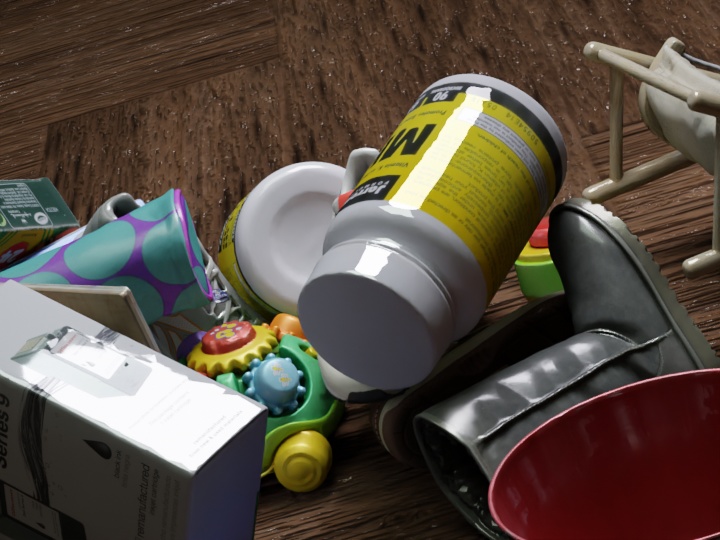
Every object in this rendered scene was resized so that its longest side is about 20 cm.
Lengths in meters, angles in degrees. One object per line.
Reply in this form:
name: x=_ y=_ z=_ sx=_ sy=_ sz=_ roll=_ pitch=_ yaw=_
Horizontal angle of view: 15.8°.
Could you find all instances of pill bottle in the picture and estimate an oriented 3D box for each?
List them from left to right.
pill bottle: x=-0.046 y=-0.015 z=1.918 sx=0.112 sy=0.113 sz=0.200 roll=-21 pitch=-1 yaw=-10
pill bottle: x=0.045 y=-0.024 z=1.646 sx=0.114 sy=0.114 sz=0.200 roll=-2 pitch=37 yaw=34

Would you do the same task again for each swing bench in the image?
swing bench: x=0.284 y=-0.089 z=1.830 sx=0.199 sy=0.130 sz=0.199 roll=-5 pitch=17 yaw=-17

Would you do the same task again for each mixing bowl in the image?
mixing bowl: x=0.179 y=0.146 z=1.408 sx=0.200 sy=0.109 sz=0.200 roll=-15 pitch=21 yaw=6

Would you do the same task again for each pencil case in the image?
pencil case: x=-0.197 y=0.022 z=1.765 sx=0.200 sy=0.085 sz=0.092 roll=-24 pitch=6 yaw=2

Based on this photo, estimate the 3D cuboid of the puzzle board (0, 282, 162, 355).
puzzle board: x=-0.163 y=0.089 z=1.681 sx=0.150 sy=0.200 sz=0.017 roll=3 pitch=37 yaw=40

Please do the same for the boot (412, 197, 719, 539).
boot: x=0.113 y=0.060 z=1.640 sx=0.200 sy=0.073 sz=0.182 roll=-28 pitch=65 yaw=-23

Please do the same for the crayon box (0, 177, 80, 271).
crayon box: x=-0.314 y=0.015 z=1.910 sx=0.200 sy=0.051 sz=0.127 roll=-43 pitch=-17 yaw=24

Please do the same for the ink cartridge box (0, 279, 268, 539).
ink cartridge box: x=-0.165 y=0.116 z=1.593 sx=0.200 sy=0.146 sz=0.084 roll=25 pitch=41 yaw=22

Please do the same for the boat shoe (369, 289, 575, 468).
boat shoe: x=0.094 y=0.061 z=1.739 sx=0.202 sy=0.075 sz=0.075 roll=-23 pitch=16 yaw=-15

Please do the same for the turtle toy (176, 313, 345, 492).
turtle toy: x=-0.099 y=0.091 z=1.767 sx=0.199 sy=0.101 sz=0.146 roll=-13 pitch=21 yaw=10

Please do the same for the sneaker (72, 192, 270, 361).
sneaker: x=-0.119 y=0.023 z=1.846 sx=0.076 sy=0.200 sz=0.092 roll=-55 pitch=-2 yaw=-35

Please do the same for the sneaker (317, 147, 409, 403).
sneaker: x=0.000 y=0.000 z=1.726 sx=0.070 sy=0.094 sz=0.200 roll=-8 pitch=39 yaw=14

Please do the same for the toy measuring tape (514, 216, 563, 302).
toy measuring tape: x=0.120 y=-0.005 z=1.892 sx=0.074 sy=0.074 sz=0.200 roll=-33 pitch=22 yaw=-36

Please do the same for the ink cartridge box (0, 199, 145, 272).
ink cartridge box: x=-0.237 y=0.046 z=1.933 sx=0.200 sy=0.076 sz=0.137 roll=-27 pitch=-18 yaw=-27
